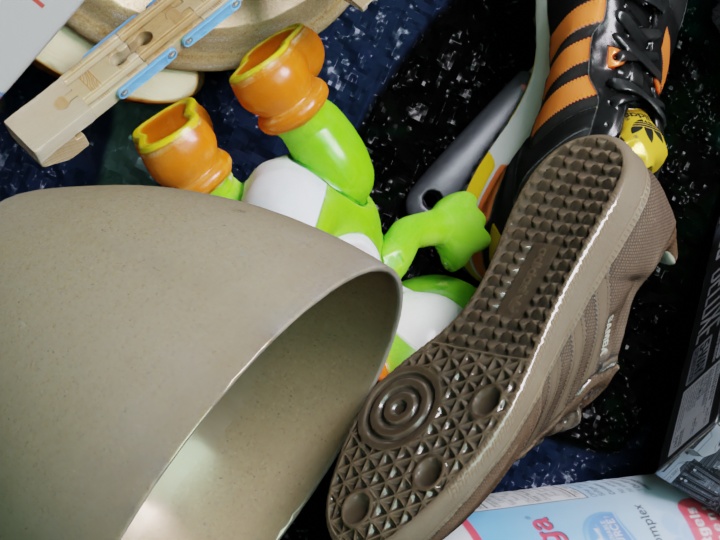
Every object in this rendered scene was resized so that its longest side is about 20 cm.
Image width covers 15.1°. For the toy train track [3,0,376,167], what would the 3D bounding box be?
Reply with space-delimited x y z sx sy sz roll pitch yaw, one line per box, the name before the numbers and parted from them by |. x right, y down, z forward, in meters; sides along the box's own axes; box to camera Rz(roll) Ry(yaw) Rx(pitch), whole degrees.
toy train track | -0.055 -0.107 1.092 0.200 0.033 0.115 -40 56 -12

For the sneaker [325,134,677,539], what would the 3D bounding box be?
sneaker | 0.067 0.044 1.078 0.200 0.070 0.076 -55 133 -12

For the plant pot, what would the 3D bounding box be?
plant pot | -0.097 0.045 1.014 0.134 0.200 0.200 34 74 14

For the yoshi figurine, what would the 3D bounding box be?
yoshi figurine | -0.004 -0.002 1.140 0.112 0.112 0.200 -44 106 -34

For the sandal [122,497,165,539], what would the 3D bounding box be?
sandal | -0.073 0.142 1.127 0.203 0.050 0.082 36 59 -22

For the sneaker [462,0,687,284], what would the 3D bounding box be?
sneaker | 0.111 -0.075 1.162 0.070 0.090 0.200 18 96 -31

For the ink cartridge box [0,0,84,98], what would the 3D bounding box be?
ink cartridge box | -0.177 -0.116 1.069 0.116 0.068 0.200 41 106 -9

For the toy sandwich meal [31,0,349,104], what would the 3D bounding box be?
toy sandwich meal | -0.080 -0.165 1.154 0.205 0.070 0.205 3 81 -20

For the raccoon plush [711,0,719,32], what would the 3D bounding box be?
raccoon plush | 0.237 -0.149 1.194 0.134 0.200 0.097 -36 68 -17

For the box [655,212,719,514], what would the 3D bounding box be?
box | 0.220 0.048 1.177 0.158 0.050 0.200 32 44 -10

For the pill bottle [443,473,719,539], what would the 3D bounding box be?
pill bottle | 0.061 0.145 1.119 0.200 0.109 0.109 -5 85 -28

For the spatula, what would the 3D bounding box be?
spatula | 0.087 -0.095 1.218 0.057 0.021 0.200 44 74 -9
